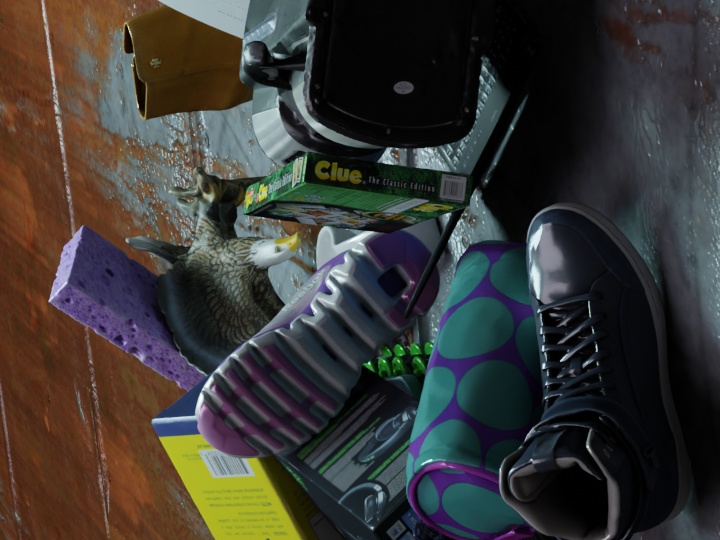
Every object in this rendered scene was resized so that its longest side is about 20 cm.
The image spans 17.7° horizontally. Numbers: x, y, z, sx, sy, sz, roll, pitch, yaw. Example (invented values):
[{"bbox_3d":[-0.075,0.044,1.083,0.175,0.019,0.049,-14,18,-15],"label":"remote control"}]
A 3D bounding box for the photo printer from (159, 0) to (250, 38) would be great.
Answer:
[{"bbox_3d":[-0.077,-0.214,1.655,0.200,0.166,0.070,139,152,-81],"label":"photo printer"}]

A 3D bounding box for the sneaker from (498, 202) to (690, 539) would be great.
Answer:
[{"bbox_3d":[0.124,0.063,1.336,0.077,0.146,0.203,-19,88,30],"label":"sneaker"}]

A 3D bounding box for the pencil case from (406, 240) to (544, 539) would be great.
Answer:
[{"bbox_3d":[0.084,0.075,1.420,0.092,0.085,0.200,48,-141,-31],"label":"pencil case"}]

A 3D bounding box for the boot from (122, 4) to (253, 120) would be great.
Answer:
[{"bbox_3d":[-0.115,-0.209,1.818,0.071,0.143,0.202,-126,32,-46],"label":"boot"}]

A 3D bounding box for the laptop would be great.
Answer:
[{"bbox_3d":[0.043,-0.105,1.519,0.200,0.103,0.177,59,153,21],"label":"laptop"}]

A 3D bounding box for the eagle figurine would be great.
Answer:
[{"bbox_3d":[-0.094,0.016,1.870,0.151,0.151,0.201,137,120,-69],"label":"eagle figurine"}]

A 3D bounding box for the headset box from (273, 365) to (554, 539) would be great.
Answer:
[{"bbox_3d":[0.047,0.171,1.573,0.174,0.093,0.200,52,170,-25],"label":"headset box"}]

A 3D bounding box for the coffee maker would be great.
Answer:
[{"bbox_3d":[0.010,-0.157,1.432,0.193,0.134,0.200,-61,12,-9],"label":"coffee maker"}]

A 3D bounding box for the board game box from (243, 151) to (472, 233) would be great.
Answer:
[{"bbox_3d":[-0.006,-0.047,1.461,0.200,0.104,0.024,164,116,-76],"label":"board game box"}]

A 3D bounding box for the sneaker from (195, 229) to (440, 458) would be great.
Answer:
[{"bbox_3d":[-0.034,0.051,1.603,0.081,0.200,0.088,50,170,-14],"label":"sneaker"}]

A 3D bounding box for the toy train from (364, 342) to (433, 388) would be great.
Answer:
[{"bbox_3d":[0.044,0.084,1.712,0.057,0.042,0.200,69,160,-5],"label":"toy train"}]

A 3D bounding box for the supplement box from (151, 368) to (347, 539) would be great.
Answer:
[{"bbox_3d":[-0.044,0.162,1.697,0.109,0.109,0.201,-8,114,50],"label":"supplement box"}]

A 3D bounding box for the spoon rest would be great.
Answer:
[{"bbox_3d":[0.000,0.000,1.749,0.200,0.060,0.100,138,118,-65],"label":"spoon rest"}]

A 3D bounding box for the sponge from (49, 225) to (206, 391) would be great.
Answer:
[{"bbox_3d":[-0.157,0.048,1.867,0.030,0.200,0.112,-49,16,18],"label":"sponge"}]

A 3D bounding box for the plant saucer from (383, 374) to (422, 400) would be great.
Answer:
[{"bbox_3d":[-0.009,0.112,1.726,0.200,0.019,0.070,-10,114,53],"label":"plant saucer"}]
